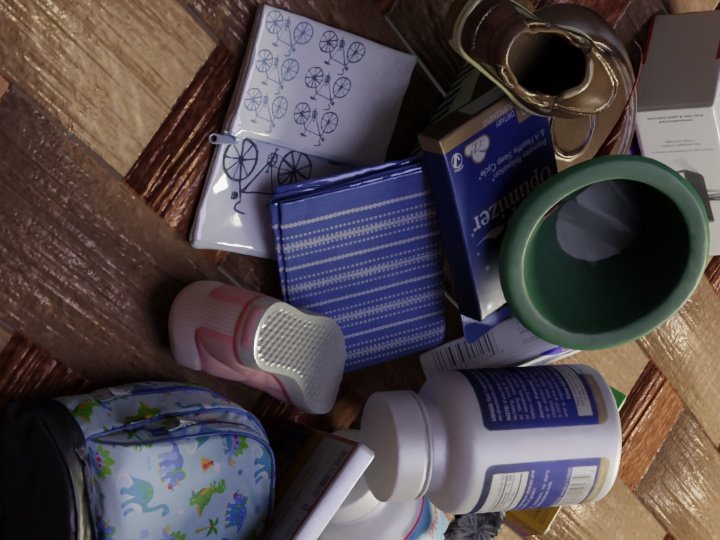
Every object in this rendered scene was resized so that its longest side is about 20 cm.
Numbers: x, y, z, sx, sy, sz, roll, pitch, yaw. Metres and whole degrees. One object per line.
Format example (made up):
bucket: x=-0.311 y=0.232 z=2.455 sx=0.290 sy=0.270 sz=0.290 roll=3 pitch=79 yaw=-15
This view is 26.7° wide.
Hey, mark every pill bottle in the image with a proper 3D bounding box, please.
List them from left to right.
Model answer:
pill bottle: x=0.019 y=0.232 z=1.377 sx=0.109 sy=0.108 sz=0.201 roll=-49 pitch=137 yaw=-17
pill bottle: x=0.107 y=0.142 z=1.278 sx=0.198 sy=0.120 sz=0.121 roll=-1 pitch=111 yaw=-20

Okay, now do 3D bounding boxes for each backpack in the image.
backpack: x=-0.161 y=0.162 z=1.152 sx=0.199 sy=0.153 sz=0.165 roll=-13 pitch=110 yaw=-55

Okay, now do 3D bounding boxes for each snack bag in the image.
snack bag: x=-0.044 y=-0.097 z=1.219 sx=0.188 sy=0.021 sz=0.202 roll=11 pitch=101 yaw=-48

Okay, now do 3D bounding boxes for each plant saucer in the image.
plant saucer: x=0.174 y=-0.127 z=1.311 sx=0.199 sy=0.032 sz=0.202 roll=-14 pitch=114 yaw=-34

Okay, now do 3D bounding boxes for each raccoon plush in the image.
raccoon plush: x=0.098 y=0.187 z=1.407 sx=0.200 sy=0.096 sz=0.134 roll=-51 pitch=177 yaw=-24

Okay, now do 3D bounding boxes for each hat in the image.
hat: x=0.198 y=-0.053 z=1.287 sx=0.199 sy=0.176 sz=0.166 roll=-27 pitch=115 yaw=7

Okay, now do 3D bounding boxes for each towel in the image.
towel: x=0.000 y=0.000 z=1.256 sx=0.143 sy=0.024 sz=0.201 roll=-14 pitch=130 yaw=-12

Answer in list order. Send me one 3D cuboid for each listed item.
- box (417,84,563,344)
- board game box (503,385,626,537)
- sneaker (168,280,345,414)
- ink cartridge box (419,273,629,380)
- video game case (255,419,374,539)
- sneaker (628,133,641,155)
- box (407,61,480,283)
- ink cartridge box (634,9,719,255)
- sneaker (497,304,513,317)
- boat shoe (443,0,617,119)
box: x=0.117 y=-0.046 z=1.248 sx=0.121 sy=0.032 sz=0.202 roll=-34 pitch=125 yaw=-30
board game box: x=0.195 y=0.189 z=1.506 sx=0.154 sy=0.040 sz=0.200 roll=-57 pitch=173 yaw=-9
sneaker: x=-0.085 y=0.057 z=1.211 sx=0.200 sy=0.104 sz=0.076 roll=41 pitch=63 yaw=-64
ink cartridge box: x=0.171 y=0.060 z=1.393 sx=0.197 sy=0.044 sz=0.200 roll=-24 pitch=169 yaw=14
video game case: x=-0.067 y=0.190 z=1.217 sx=0.017 sy=0.200 sz=0.144 roll=39 pitch=78 yaw=-15
sneaker: x=0.225 y=-0.100 z=1.443 sx=0.199 sy=0.088 sz=0.081 roll=2 pitch=106 yaw=-47
box: x=0.096 y=-0.096 z=1.326 sx=0.082 sy=0.068 sz=0.201 roll=40 pitch=79 yaw=-44
ink cartridge box: x=0.335 y=-0.133 z=1.505 sx=0.201 sy=0.083 sz=0.145 roll=66 pitch=33 yaw=-42
sneaker: x=0.208 y=0.009 z=1.478 sx=0.200 sy=0.083 sz=0.072 roll=-40 pitch=133 yaw=-20
boat shoe: x=0.145 y=-0.150 z=1.155 sx=0.201 sy=0.075 sz=0.075 roll=13 pitch=109 yaw=-48
